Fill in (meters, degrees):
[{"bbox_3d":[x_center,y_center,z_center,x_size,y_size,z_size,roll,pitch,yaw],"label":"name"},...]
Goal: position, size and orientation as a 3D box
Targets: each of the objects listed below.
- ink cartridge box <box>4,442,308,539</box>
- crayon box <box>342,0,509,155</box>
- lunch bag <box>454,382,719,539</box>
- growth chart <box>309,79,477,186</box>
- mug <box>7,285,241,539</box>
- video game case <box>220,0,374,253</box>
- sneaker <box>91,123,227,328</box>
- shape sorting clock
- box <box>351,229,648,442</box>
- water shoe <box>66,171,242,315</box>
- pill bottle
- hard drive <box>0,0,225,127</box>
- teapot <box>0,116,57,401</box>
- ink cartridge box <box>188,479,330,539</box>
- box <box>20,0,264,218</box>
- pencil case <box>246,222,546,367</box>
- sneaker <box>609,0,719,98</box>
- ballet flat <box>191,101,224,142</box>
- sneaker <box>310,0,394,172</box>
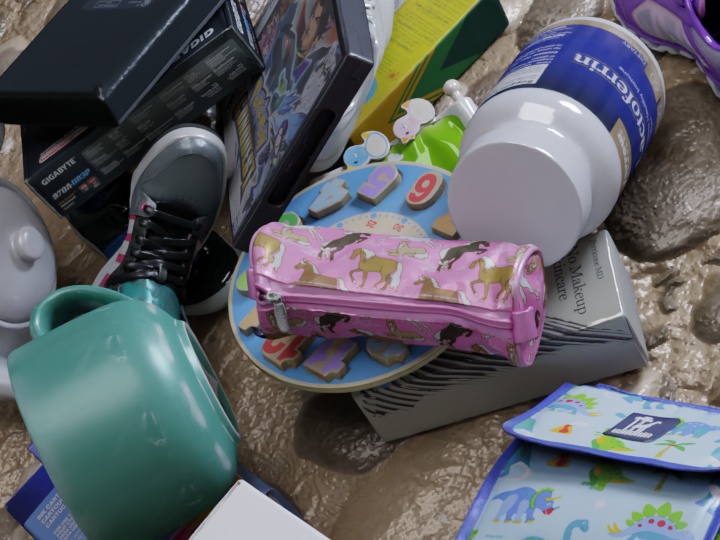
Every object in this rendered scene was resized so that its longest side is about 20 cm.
[{"bbox_3d":[-0.155,0.168,1.501,0.137,0.076,0.200,-48,50,-11],"label":"ink cartridge box"},{"bbox_3d":[0.004,-0.165,1.666,0.200,0.051,0.127,-45,52,-10],"label":"crayon box"},{"bbox_3d":[0.167,0.160,1.333,0.169,0.128,0.200,9,49,32],"label":"lunch bag"},{"bbox_3d":[0.028,-0.041,1.573,0.200,0.018,0.145,-39,67,-3],"label":"growth chart"},{"bbox_3d":[-0.154,0.083,1.400,0.114,0.152,0.186,-26,84,0],"label":"mug"},{"bbox_3d":[-0.050,-0.141,1.531,0.181,0.025,0.201,-57,25,32],"label":"video game case"},{"bbox_3d":[-0.147,0.003,1.523,0.121,0.083,0.201,-103,33,-54],"label":"sneaker"},{"bbox_3d":[0.000,0.000,1.479,0.199,0.039,0.201,-13,51,17],"label":"shape sorting clock"},{"bbox_3d":[0.092,0.047,1.470,0.199,0.068,0.083,-19,51,13],"label":"box"},{"bbox_3d":[-0.172,-0.030,1.637,0.199,0.079,0.072,27,72,36],"label":"water shoe"},{"bbox_3d":[0.134,-0.087,1.462,0.115,0.116,0.200,-1,28,24],"label":"pill bottle"},{"bbox_3d":[-0.175,-0.184,1.573,0.139,0.033,0.200,5,48,42],"label":"hard drive"},{"bbox_3d":[-0.299,-0.008,1.600,0.145,0.200,0.198,-19,32,32],"label":"teapot"},{"bbox_3d":[-0.016,0.234,1.309,0.144,0.200,0.084,29,73,36],"label":"ink cartridge box"},{"bbox_3d":[-0.172,-0.148,1.623,0.200,0.046,0.159,-35,32,12],"label":"box"},{"bbox_3d":[0.025,0.014,1.387,0.199,0.083,0.087,5,58,17],"label":"pencil case"},{"bbox_3d":[0.250,-0.192,1.547,0.080,0.089,0.200,-41,50,-4],"label":"sneaker"},{"bbox_3d":[-0.150,-0.130,1.679,0.200,0.068,0.076,23,105,48],"label":"ballet flat"},{"bbox_3d":[-0.007,-0.175,1.577,0.075,0.089,0.201,16,67,-11],"label":"sneaker"}]
